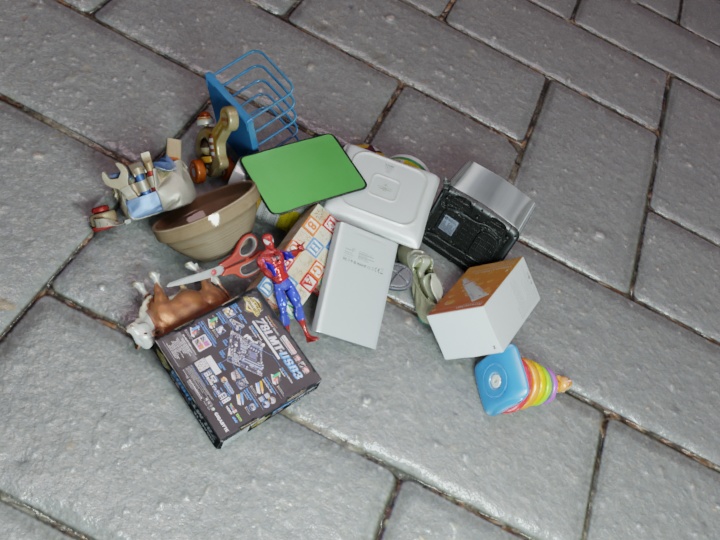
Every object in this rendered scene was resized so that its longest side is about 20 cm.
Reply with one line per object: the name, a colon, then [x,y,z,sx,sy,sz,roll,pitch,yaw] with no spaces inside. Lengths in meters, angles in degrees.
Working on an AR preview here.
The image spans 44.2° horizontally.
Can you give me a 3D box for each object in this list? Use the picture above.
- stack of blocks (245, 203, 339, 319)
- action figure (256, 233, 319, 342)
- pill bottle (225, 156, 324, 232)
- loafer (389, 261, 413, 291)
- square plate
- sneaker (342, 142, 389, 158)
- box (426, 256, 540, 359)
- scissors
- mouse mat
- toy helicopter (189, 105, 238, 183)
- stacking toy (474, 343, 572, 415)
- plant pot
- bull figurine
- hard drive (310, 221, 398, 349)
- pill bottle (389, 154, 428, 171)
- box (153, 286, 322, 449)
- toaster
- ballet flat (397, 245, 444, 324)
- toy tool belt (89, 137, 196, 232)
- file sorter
stack of blocks: [-0.099,-0.005,1.588,0.115,0.059,0.200,42,65,-16]
action figure: [-0.117,0.029,1.487,0.065,0.099,0.200,-21,91,-29]
pill bottle: [-0.152,-0.139,1.696,0.200,0.113,0.113,23,46,-4]
loafer: [0.000,0.000,1.694,0.200,0.063,0.072,17,76,-2]
square plate: [0.041,-0.149,1.679,0.200,0.028,0.198,20,52,-1]
sneaker: [-0.031,-0.212,1.848,0.090,0.075,0.200,40,40,22]
box: [0.232,0.069,1.650,0.200,0.124,0.098,-43,114,-49]
scissors: [-0.238,0.006,1.508,0.014,0.073,0.200,13,38,43]
mouse mat: [-0.107,-0.182,1.652,0.200,0.008,0.161,-19,57,-21]
toy helicopter: [-0.273,-0.259,1.683,0.079,0.200,0.132,-10,74,-30]
stacking toy: [0.318,0.209,1.634,0.200,0.116,0.110,9,56,-36]
plant pot: [-0.260,-0.077,1.580,0.201,0.201,0.093,-42,117,-42]
bull figurine: [-0.311,0.058,1.484,0.200,0.065,0.121,-14,76,-37]
hard drive: [-0.009,0.029,1.587,0.132,0.027,0.200,20,76,-32]
pill bottle: [0.062,-0.135,1.778,0.113,0.113,0.200,30,46,2]
box: [-0.198,0.152,1.434,0.198,0.050,0.200,-29,75,-30]
toaster: [0.231,-0.102,1.779,0.181,0.200,0.119,33,51,6]
ballet flat: [0.125,0.012,1.724,0.069,0.069,0.200,0,52,-24]
toy tool belt: [-0.399,-0.156,1.583,0.200,0.125,0.123,-20,102,-22]
file sorter: [-0.203,-0.309,1.735,0.123,0.200,0.139,-37,71,-15]
